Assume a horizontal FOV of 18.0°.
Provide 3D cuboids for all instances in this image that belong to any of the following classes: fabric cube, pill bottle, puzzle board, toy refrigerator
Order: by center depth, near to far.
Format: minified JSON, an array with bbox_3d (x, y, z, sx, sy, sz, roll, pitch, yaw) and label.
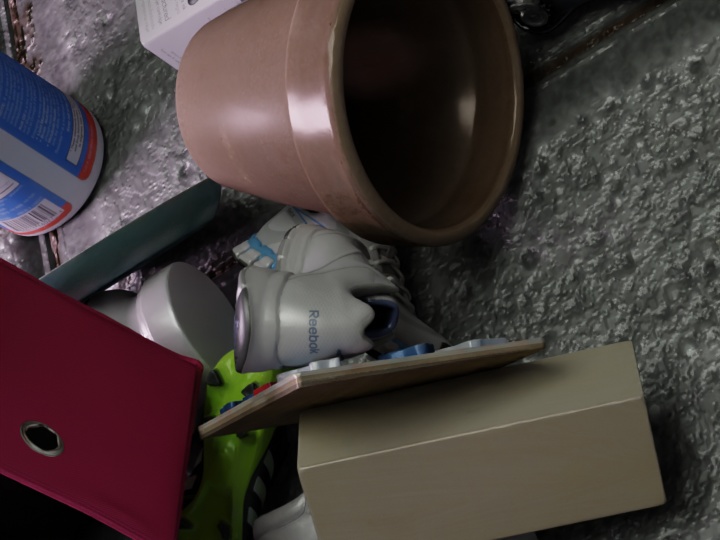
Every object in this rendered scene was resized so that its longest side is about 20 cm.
[{"bbox_3d":[0.069,0.105,1.306,0.198,0.076,0.070,-13,28,6],"label":"toy refrigerator"},{"bbox_3d":[0.001,0.066,1.328,0.200,0.150,0.018,149,111,-67],"label":"puzzle board"},{"bbox_3d":[-0.228,0.136,1.376,0.200,0.195,0.200,-53,17,28],"label":"fabric cube"},{"bbox_3d":[-0.178,0.084,1.529,0.199,0.116,0.117,-32,52,20],"label":"pill bottle"},{"bbox_3d":[-0.289,-0.112,1.652,0.112,0.200,0.113,-16,59,29],"label":"pill bottle"}]

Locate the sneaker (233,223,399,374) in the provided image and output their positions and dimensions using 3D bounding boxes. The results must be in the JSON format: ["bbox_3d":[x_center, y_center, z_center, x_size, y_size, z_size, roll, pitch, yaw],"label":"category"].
[{"bbox_3d":[-0.015,0.022,1.328,0.086,0.200,0.075,4,105,10],"label":"sneaker"}]

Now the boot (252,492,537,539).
[{"bbox_3d":[0.013,0.159,1.375,0.199,0.073,0.096,-24,63,27],"label":"boot"}]

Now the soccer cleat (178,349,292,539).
[{"bbox_3d":[-0.082,0.143,1.466,0.067,0.081,0.201,23,104,23],"label":"soccer cleat"}]

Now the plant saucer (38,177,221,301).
[{"bbox_3d":[-0.174,-0.003,1.548,0.199,0.200,0.028,-32,92,21],"label":"plant saucer"}]

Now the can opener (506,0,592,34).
[{"bbox_3d":[0.160,-0.199,1.450,0.199,0.063,0.079,-5,65,36],"label":"can opener"}]

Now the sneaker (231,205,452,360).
[{"bbox_3d":[0.000,0.000,1.469,0.200,0.075,0.087,34,85,42],"label":"sneaker"}]

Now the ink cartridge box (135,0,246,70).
[{"bbox_3d":[-0.068,-0.238,1.637,0.199,0.068,0.117,-28,54,23],"label":"ink cartridge box"}]

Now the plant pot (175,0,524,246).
[{"bbox_3d":[-0.019,-0.110,1.443,0.174,0.200,0.202,-4,66,38],"label":"plant pot"}]
